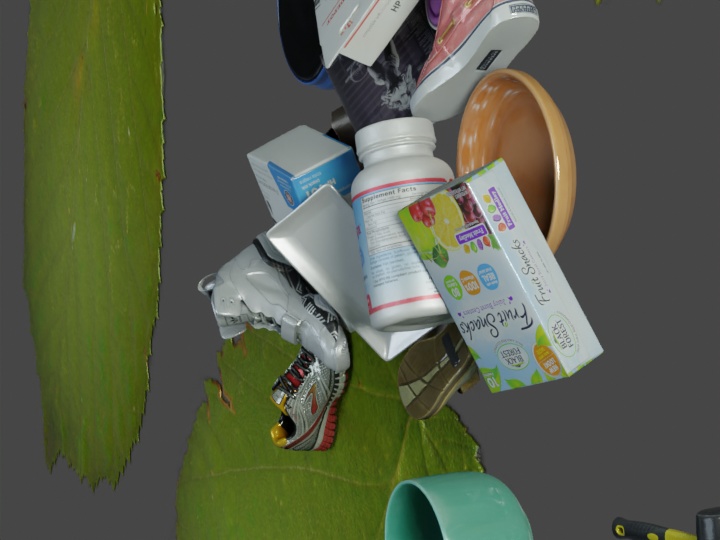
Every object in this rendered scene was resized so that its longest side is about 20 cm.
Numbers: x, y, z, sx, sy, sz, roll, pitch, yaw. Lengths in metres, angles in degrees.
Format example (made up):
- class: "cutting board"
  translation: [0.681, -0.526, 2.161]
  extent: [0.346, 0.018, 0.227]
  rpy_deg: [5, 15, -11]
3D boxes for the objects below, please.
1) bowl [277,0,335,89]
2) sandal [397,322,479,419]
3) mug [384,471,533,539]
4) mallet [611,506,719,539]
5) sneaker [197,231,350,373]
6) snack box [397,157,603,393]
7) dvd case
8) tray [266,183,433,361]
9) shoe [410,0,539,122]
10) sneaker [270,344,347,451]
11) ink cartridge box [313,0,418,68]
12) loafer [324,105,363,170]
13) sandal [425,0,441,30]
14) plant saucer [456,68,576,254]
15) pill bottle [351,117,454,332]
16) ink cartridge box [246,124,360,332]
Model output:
- class: "bowl"
  translation: [-0.053, -0.322, 1.999]
  extent: [0.200, 0.039, 0.203]
  rpy_deg: [175, 90, -66]
- class: "sandal"
  translation: [0.104, 0.091, 1.708]
  extent: [0.200, 0.053, 0.081]
  rpy_deg: [-51, 43, 39]
- class: "mug"
  translation: [0.109, 0.295, 1.647]
  extent: [0.152, 0.113, 0.187]
  rpy_deg: [138, 123, -61]
- class: "mallet"
  translation: [0.266, 0.236, 1.379]
  extent: [0.200, 0.041, 0.067]
  rpy_deg: [150, 111, -70]
- class: "sneaker"
  translation: [-0.100, 0.056, 1.876]
  extent: [0.201, 0.114, 0.075]
  rpy_deg: [53, 165, 26]
- class: "snack box"
  translation: [0.128, 0.009, 1.533]
  extent: [0.202, 0.053, 0.142]
  rpy_deg: [62, 154, -4]
- class: "dvd case"
  translation: [0.035, -0.218, 1.766]
  extent: [0.149, 0.016, 0.201]
  rpy_deg: [-46, 46, 25]
- class: "tray"
  translation: [0.000, 0.000, 1.779]
  extent: [0.107, 0.200, 0.022]
  rpy_deg: [-37, 14, 32]
- class: "shoe"
  translation: [0.104, -0.233, 1.618]
  extent: [0.200, 0.071, 0.092]
  rpy_deg: [-46, 51, 51]
- class: "sneaker"
  translation: [-0.068, 0.148, 2.069]
  extent: [0.078, 0.081, 0.202]
  rpy_deg: [-129, 41, -52]
- class: "ink cartridge box"
  translation: [0.007, -0.304, 1.743]
  extent: [0.116, 0.067, 0.201]
  rpy_deg: [-51, 32, 35]
- class: "loafer"
  translation: [0.004, -0.161, 1.858]
  extent: [0.200, 0.070, 0.074]
  rpy_deg: [130, 131, -58]
- class: "sandal"
  translation: [0.092, -0.332, 1.649]
  extent: [0.083, 0.049, 0.204]
  rpy_deg: [-123, 37, -48]
- class: "plant saucer"
  translation: [0.152, -0.092, 1.572]
  extent: [0.200, 0.037, 0.203]
  rpy_deg: [175, 90, -66]
- class: "pill bottle"
  translation: [0.049, -0.046, 1.652]
  extent: [0.109, 0.107, 0.203]
  rpy_deg: [149, 114, -64]
- class: "ink cartridge box"
  translation: [-0.037, -0.050, 1.869]
  extent: [0.146, 0.085, 0.202]
  rpy_deg: [31, 145, 62]
